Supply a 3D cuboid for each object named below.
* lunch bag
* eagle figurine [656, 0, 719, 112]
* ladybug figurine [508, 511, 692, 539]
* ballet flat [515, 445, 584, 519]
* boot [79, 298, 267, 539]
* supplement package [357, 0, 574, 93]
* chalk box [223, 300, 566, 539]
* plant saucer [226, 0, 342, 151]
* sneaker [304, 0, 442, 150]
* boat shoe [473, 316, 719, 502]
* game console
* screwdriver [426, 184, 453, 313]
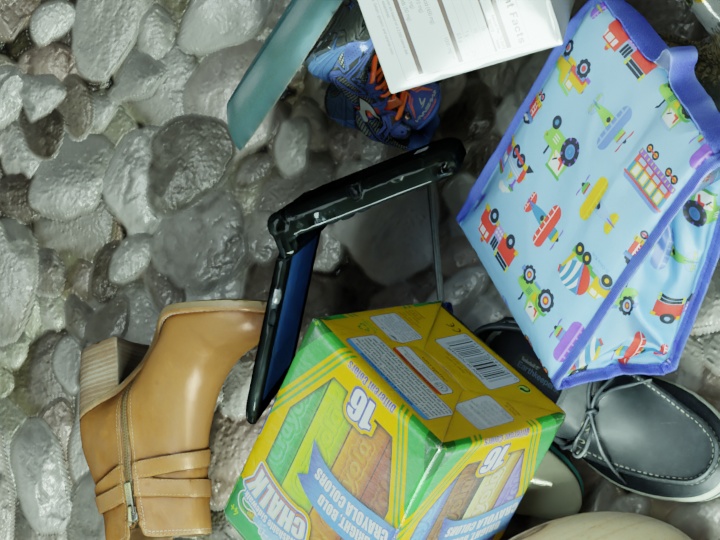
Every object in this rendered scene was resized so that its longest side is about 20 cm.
[{"bbox_3d":[0.151,-0.055,1.121,0.151,0.093,0.201,61,146,38],"label":"lunch bag"},{"bbox_3d":[0.230,-0.142,1.156,0.151,0.152,0.200,-22,26,-15],"label":"eagle figurine"},{"bbox_3d":[0.126,0.222,1.133,0.199,0.072,0.136,-23,74,-8],"label":"ladybug figurine"},{"bbox_3d":[0.056,0.113,1.228,0.200,0.069,0.070,34,99,37],"label":"ballet flat"},{"bbox_3d":[-0.125,0.110,1.337,0.199,0.076,0.156,-20,69,30],"label":"boot"},{"bbox_3d":[0.060,-0.224,1.154,0.110,0.200,0.157,-15,111,18],"label":"supplement package"},{"bbox_3d":[0.010,0.137,1.145,0.124,0.123,0.201,42,120,31],"label":"chalk box"},{"bbox_3d":[-0.038,-0.172,1.281,0.027,0.200,0.201,32,101,-8],"label":"plant saucer"},{"bbox_3d":[0.019,-0.131,1.238,0.078,0.200,0.076,32,86,11],"label":"sneaker"},{"bbox_3d":[0.147,0.086,1.183,0.199,0.062,0.075,29,95,31],"label":"boat shoe"},{"bbox_3d":[0.000,0.000,1.203,0.175,0.200,0.117,-21,95,6],"label":"game console"},{"bbox_3d":[0.054,0.008,1.248,0.029,0.028,0.201,-45,38,48],"label":"screwdriver"}]
